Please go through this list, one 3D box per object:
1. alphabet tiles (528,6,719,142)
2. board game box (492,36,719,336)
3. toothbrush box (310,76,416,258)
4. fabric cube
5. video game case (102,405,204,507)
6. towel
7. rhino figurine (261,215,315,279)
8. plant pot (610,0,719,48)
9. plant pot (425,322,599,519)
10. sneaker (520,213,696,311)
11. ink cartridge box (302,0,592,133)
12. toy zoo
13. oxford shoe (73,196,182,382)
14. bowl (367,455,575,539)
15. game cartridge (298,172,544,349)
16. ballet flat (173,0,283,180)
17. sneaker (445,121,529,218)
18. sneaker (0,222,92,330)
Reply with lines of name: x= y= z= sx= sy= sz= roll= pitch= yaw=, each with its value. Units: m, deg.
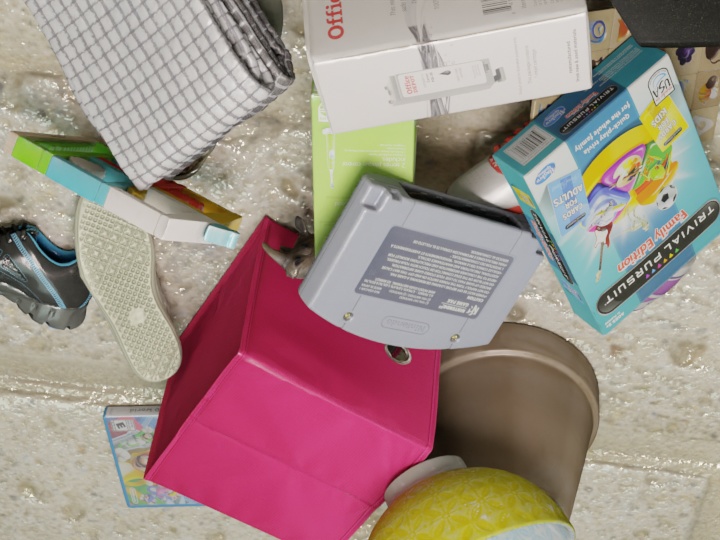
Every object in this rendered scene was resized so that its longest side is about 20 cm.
alphabet tiles: x=0.220 y=-0.138 z=1.161 sx=0.198 sy=0.006 sz=0.168 roll=-12 pitch=122 yaw=-27
board game box: x=0.210 y=-0.065 z=1.162 sx=0.151 sy=0.047 sz=0.200 roll=-40 pitch=131 yaw=-7
toothbrush box: x=0.005 y=-0.101 z=1.193 sx=0.085 sy=0.146 sz=0.201 roll=2 pitch=129 yaw=1
fabric cube: x=-0.060 y=0.111 z=1.339 sx=0.198 sy=0.197 sz=0.200 roll=28 pitch=127 yaw=-16
video game case: x=-0.166 y=0.200 z=1.532 sx=0.198 sy=0.018 sz=0.144 roll=-2 pitch=128 yaw=5
towel: x=-0.163 y=-0.190 z=1.137 sx=0.165 sy=0.085 sz=0.201 roll=-31 pitch=92 yaw=34
rhino figurine: x=0.000 y=0.000 z=1.294 sx=0.198 sy=0.088 sz=0.060 roll=13 pitch=127 yaw=-24
plant pot: x=0.251 y=-0.275 z=1.014 sx=0.176 sy=0.201 sz=0.200 roll=-18 pitch=127 yaw=31
plant pot: x=0.139 y=0.181 z=1.396 sx=0.198 sy=0.174 sz=0.201 roll=2 pitch=129 yaw=3
sneaker: x=0.190 y=-0.020 z=1.296 sx=0.199 sy=0.073 sz=0.114 roll=28 pitch=142 yaw=-6
ink cartridge box: x=0.061 y=-0.195 z=1.054 sx=0.198 sy=0.148 sz=0.083 roll=-9 pitch=143 yaw=6
toy zoo: x=-0.185 y=-0.065 z=1.200 sx=0.199 sy=0.131 sz=0.021 roll=28 pitch=102 yaw=18
oxford shoe: x=-0.222 y=0.010 z=1.348 sx=0.075 sy=0.058 sz=0.202 roll=-21 pitch=110 yaw=-9
bowl: x=0.076 y=0.229 z=1.249 sx=0.198 sy=0.108 sz=0.201 roll=-21 pitch=150 yaw=-12
game cartridge: x=0.050 y=0.000 z=1.162 sx=0.199 sy=0.042 sz=0.134 roll=13 pitch=122 yaw=-38
ballet flat: x=-0.121 y=-0.155 z=1.210 sx=0.067 sy=0.064 sz=0.201 roll=23 pitch=127 yaw=-15
sneaker: x=0.158 y=-0.119 z=1.197 sx=0.200 sy=0.067 sz=0.109 roll=-17 pitch=127 yaw=-7
sneaker: x=-0.343 y=-0.017 z=1.346 sx=0.198 sy=0.073 sz=0.082 roll=20 pitch=112 yaw=-19
